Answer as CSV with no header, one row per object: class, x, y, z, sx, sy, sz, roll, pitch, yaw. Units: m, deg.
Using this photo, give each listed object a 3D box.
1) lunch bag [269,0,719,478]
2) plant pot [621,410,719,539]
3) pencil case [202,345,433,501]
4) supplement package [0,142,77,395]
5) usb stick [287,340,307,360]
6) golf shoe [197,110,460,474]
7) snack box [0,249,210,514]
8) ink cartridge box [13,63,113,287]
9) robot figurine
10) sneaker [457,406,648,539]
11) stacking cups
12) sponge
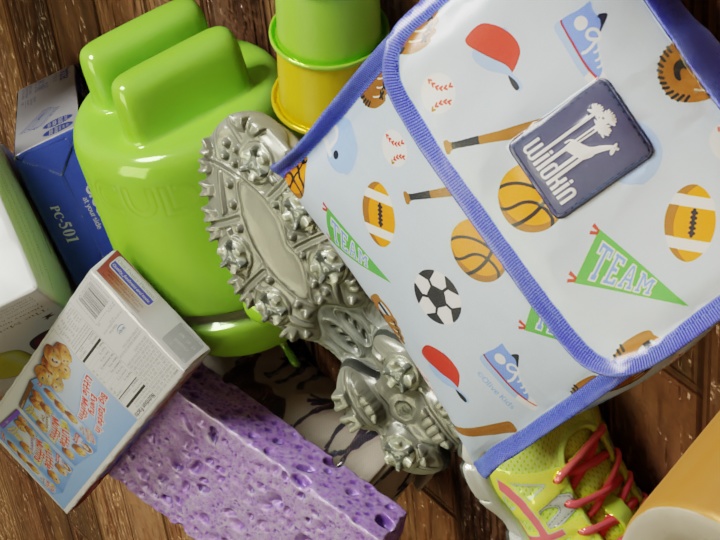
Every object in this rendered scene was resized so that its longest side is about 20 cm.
lunch bag,0.077,-0.035,0.876,0.170,0.124,0.200,55,142,4
plant pot,0.191,0.081,0.713,0.200,0.183,0.201,42,151,30
pencil case,-0.055,0.075,1.251,0.199,0.089,0.078,34,130,18
supplement package,-0.224,0.001,1.232,0.200,0.113,0.110,57,-172,-79
usb stick,-0.083,-0.001,1.315,0.201,0.033,0.055,62,154,-7
golf shoe,0.000,0.000,1.076,0.078,0.097,0.201,-28,100,40
snack box,-0.146,0.065,1.189,0.072,0.024,0.200,46,143,3
ink cartridge box,-0.165,-0.056,1.300,0.200,0.044,0.094,-119,4,-72
robot figurine,-0.079,-0.040,1.156,0.175,0.115,0.201,40,155,50
sneaker,0.111,0.115,1.052,0.090,0.078,0.201,18,140,40
stacking cups,-0.016,-0.150,0.981,0.060,0.060,0.201,41,150,32
sponge,-0.069,0.115,1.200,0.200,0.030,0.112,35,140,17
